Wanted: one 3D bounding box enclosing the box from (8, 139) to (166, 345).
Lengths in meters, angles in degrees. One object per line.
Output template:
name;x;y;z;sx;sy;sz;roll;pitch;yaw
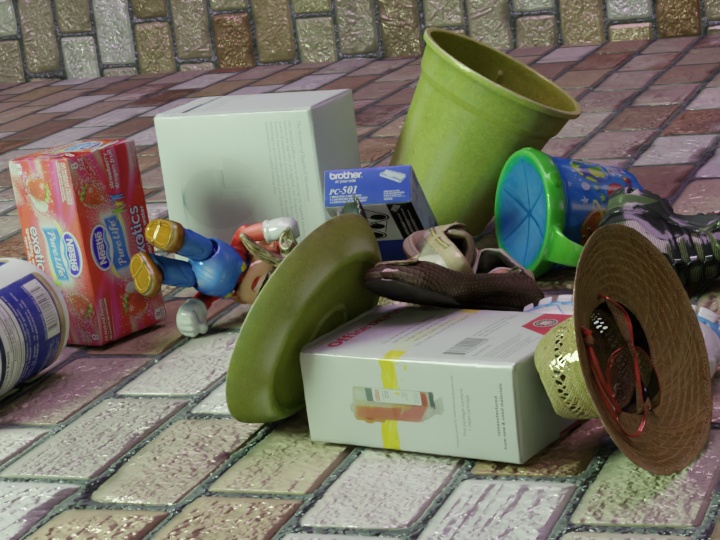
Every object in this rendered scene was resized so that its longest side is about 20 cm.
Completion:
box;-0.283;-0.030;1.776;0.095;0.201;0.100;2;17;39

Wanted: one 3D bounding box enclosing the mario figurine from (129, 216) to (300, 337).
mario figurine;-0.128;0.004;1.749;0.200;0.106;0.123;10;-30;-41

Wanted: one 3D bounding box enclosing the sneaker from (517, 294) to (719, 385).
sneaker;0.206;0.068;1.433;0.199;0.075;0.087;-3;20;15

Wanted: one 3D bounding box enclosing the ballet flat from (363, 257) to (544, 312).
ballet flat;0.084;0.009;1.463;0.200;0.046;0.067;10;-7;-38

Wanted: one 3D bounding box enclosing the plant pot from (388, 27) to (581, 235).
plant pot;0.123;-0.149;1.951;0.200;0.185;0.200;24;18;-8

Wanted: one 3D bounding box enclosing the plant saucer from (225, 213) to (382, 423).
plant saucer;-0.038;0.047;1.425;0.031;0.200;0.200;30;30;22

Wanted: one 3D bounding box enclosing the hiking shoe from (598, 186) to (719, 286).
hiking shoe;0.324;-0.007;1.689;0.200;0.076;0.101;19;66;25

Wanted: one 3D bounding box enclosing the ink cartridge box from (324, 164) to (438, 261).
ink cartridge box;0.026;-0.056;1.839;0.094;0.044;0.200;-3;-18;10

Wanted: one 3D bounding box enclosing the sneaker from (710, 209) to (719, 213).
sneaker;0.436;-0.040;1.769;0.115;0.079;0.200;-22;6;-20

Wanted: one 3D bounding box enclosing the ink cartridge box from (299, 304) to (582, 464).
ink cartridge box;0.073;0.088;1.385;0.200;0.084;0.145;3;16;33

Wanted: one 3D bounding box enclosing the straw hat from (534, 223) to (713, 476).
straw hat;0.177;0.069;1.276;0.085;0.201;0.201;-21;4;35

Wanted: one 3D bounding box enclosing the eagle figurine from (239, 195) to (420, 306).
eagle figurine;-0.001;0.007;1.664;0.151;0.151;0.200;0;-4;-40

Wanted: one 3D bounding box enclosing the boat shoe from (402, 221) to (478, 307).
boat shoe;0.082;-0.010;1.611;0.065;0.072;0.200;-34;5;10

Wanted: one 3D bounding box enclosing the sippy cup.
sippy cup;0.229;-0.061;1.823;0.130;0.178;0.140;-1;-24;-21

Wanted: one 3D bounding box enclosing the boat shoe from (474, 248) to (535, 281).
boat shoe;0.132;0.032;1.605;0.075;0.069;0.200;-7;15;-8

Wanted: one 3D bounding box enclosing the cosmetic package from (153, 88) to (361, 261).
cosmetic package;-0.107;-0.096;1.947;0.199;0.200;0.123;0;16;26

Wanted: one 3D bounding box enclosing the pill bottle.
pill bottle;-0.371;0.070;1.594;0.119;0.120;0.200;-1;15;23
